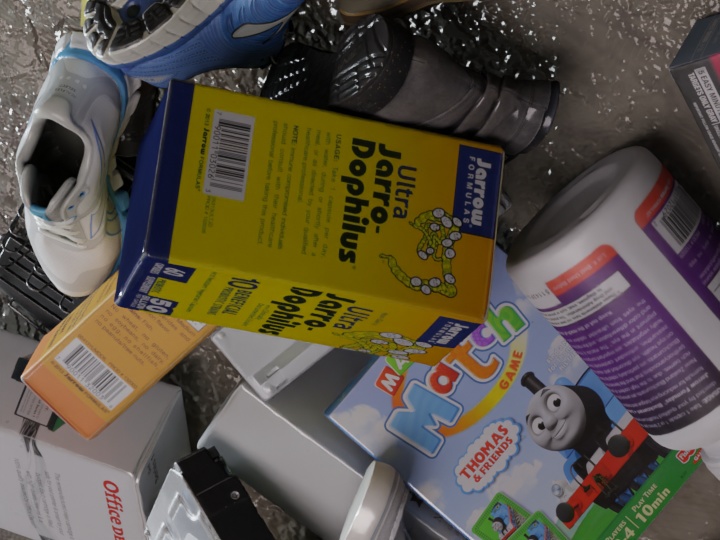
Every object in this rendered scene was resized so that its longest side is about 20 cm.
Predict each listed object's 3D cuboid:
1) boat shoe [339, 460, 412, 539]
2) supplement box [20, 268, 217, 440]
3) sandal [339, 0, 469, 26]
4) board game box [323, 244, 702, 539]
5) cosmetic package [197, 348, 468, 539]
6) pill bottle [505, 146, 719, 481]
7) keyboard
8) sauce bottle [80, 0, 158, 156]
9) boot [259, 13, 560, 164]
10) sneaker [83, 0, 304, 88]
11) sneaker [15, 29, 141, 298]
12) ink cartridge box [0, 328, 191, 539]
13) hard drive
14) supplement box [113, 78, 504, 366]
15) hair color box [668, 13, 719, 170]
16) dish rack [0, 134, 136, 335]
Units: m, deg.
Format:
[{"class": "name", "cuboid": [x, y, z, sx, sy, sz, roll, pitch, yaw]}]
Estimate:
[{"class": "boat shoe", "cuboid": [0.015, 0.197, 1.427, 0.068, 0.072, 0.200, 16, 132, 4]}, {"class": "supplement box", "cuboid": [-0.123, 0.018, 1.436, 0.200, 0.067, 0.069, -39, 104, 23]}, {"class": "sandal", "cuboid": [0.067, -0.183, 1.280, 0.199, 0.080, 0.054, -9, 102, 36]}, {"class": "board game box", "cuboid": [0.101, 0.098, 1.421, 0.200, 0.037, 0.151, 41, 87, -4]}, {"class": "cosmetic package", "cuboid": [0.007, 0.121, 1.493, 0.200, 0.113, 0.081, 36, 135, -4]}, {"class": "pill bottle", "cuboid": [0.188, 0.034, 1.341, 0.200, 0.112, 0.111, 48, 130, -11]}, {"class": "keyboard", "cuboid": [0.000, 0.000, 1.410, 0.200, 0.011, 0.056, -39, 97, 6]}, {"class": "sauce bottle", "cuboid": [-0.142, -0.162, 1.398, 0.064, 0.065, 0.201, 20, 128, 13]}, {"class": "boot", "cuboid": [0.023, -0.090, 1.357, 0.131, 0.070, 0.200, 18, 170, -25]}, {"class": "sneaker", "cuboid": [-0.063, -0.172, 1.338, 0.199, 0.079, 0.089, -28, 148, 15]}, {"class": "sneaker", "cuboid": [-0.187, -0.050, 1.413, 0.075, 0.087, 0.201, 17, 134, 11]}, {"class": "ink cartridge box", "cuboid": [-0.222, 0.125, 1.611, 0.199, 0.085, 0.146, 17, 145, 14]}, {"class": "hard drive", "cuboid": [-0.071, 0.225, 1.477, 0.200, 0.038, 0.140, 58, 155, 15]}, {"class": "supplement box", "cuboid": [-0.030, -0.025, 1.312, 0.199, 0.110, 0.109, 11, 161, -12]}, {"class": "hair color box", "cuboid": [0.280, -0.109, 1.226, 0.199, 0.061, 0.099, -17, 114, 34]}, {"class": "dish rack", "cuboid": [-0.177, -0.009, 1.532, 0.153, 0.055, 0.200, 35, 131, 1]}]
